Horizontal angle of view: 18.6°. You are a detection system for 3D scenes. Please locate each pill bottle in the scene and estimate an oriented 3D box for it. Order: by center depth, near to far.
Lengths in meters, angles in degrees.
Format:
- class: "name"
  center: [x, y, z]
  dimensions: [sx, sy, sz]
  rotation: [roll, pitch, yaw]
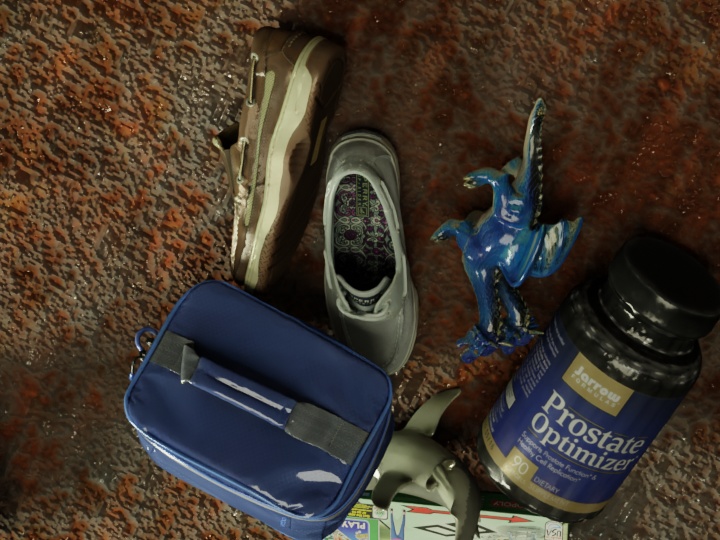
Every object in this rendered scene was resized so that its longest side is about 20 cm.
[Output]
- class: "pill bottle"
  center: [0.176, 0.077, 1.590]
  dimensions: [0.112, 0.112, 0.200]
  rotation: [28, 120, -4]

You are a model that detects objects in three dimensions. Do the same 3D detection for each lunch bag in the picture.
- class: "lunch bag"
  center: [-0.077, 0.097, 1.603]
  dimensions: [0.200, 0.136, 0.132]
  rotation: [26, 165, 7]

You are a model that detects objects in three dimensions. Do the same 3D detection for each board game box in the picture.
- class: "board game box"
  center: [0.064, 0.235, 1.745]
  dimensions: [0.200, 0.029, 0.135]
  rotation: [4, 118, 9]

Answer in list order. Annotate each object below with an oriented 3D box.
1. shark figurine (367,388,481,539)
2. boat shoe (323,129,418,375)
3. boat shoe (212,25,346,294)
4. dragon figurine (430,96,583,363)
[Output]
- class: "shark figurine"
  center: [0.066, 0.178, 1.649]
  dimensions: [0.128, 0.215, 0.090]
  rotation: [-40, 124, -1]
- class: "boat shoe"
  center: [0.001, 0.000, 1.606]
  dimensions: [0.070, 0.072, 0.201]
  rotation: [0, 119, 10]
- class: "boat shoe"
  center: [-0.069, -0.083, 1.585]
  dimensions: [0.075, 0.075, 0.203]
  rotation: [23, 115, 14]
- class: "dragon figurine"
  center: [0.115, -0.026, 1.553]
  dimensions: [0.099, 0.059, 0.200]
  rotation: [46, 122, 22]
